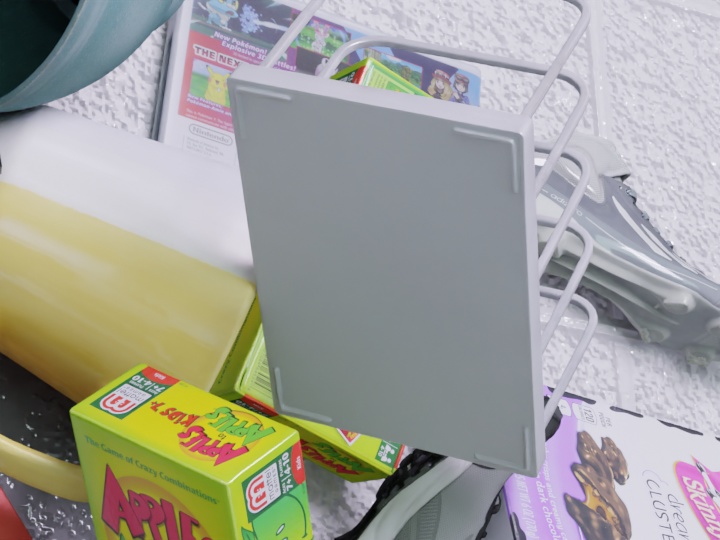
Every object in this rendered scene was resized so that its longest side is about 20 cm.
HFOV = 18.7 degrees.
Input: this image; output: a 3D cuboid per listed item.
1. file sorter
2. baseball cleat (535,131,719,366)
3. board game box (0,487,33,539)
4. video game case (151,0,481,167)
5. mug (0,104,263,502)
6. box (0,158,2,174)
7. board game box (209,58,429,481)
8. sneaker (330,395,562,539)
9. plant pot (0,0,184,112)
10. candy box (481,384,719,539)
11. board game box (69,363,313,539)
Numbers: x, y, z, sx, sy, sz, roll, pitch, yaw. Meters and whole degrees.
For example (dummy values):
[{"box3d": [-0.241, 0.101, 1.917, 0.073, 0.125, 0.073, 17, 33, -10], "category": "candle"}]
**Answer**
[{"box3d": [0.035, -0.030, 1.028, 0.138, 0.201, 0.125, 12, 43, 21], "category": "file sorter"}, {"box3d": [0.165, -0.020, 1.313, 0.199, 0.070, 0.107, 28, 56, -18], "category": "baseball cleat"}, {"box3d": [-0.218, 0.162, 1.013, 0.153, 0.040, 0.201, -30, 85, -37], "category": "board game box"}, {"box3d": [-0.024, -0.066, 1.250, 0.199, 0.023, 0.183, 18, 60, -22], "category": "video game case"}, {"box3d": [-0.134, 0.000, 1.071, 0.153, 0.150, 0.187, 26, 21, -9], "category": "mug"}, {"box3d": [-0.261, -0.101, 1.013, 0.050, 0.198, 0.201, 15, 58, -54], "category": "box"}, {"box3d": [0.000, 0.000, 1.178, 0.101, 0.048, 0.201, 30, 68, -22], "category": "board game box"}, {"box3d": [0.033, 0.141, 1.102, 0.079, 0.200, 0.074, 42, 8, -1], "category": "sneaker"}, {"box3d": [-0.159, -0.174, 1.070, 0.134, 0.200, 0.201, -6, 70, -56], "category": "plant pot"}, {"box3d": [0.141, 0.156, 1.180, 0.199, 0.072, 0.168, 17, 39, -26], "category": "candy box"}, {"box3d": [-0.067, 0.151, 1.004, 0.048, 0.101, 0.201, -34, 129, -37], "category": "board game box"}]
